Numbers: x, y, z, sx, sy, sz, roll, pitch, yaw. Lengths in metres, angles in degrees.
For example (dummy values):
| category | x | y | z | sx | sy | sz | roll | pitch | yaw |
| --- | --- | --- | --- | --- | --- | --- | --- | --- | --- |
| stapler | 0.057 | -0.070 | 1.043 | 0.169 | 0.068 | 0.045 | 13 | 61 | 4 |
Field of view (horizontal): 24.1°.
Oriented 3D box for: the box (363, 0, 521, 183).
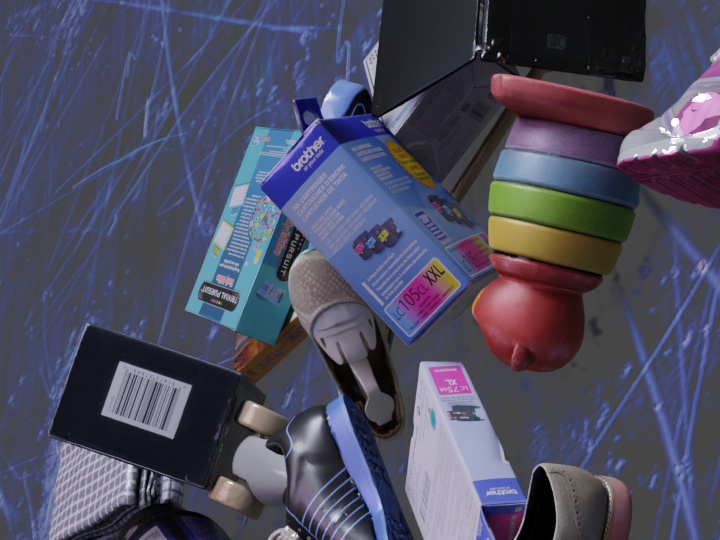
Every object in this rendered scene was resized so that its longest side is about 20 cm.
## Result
| category | x | y | z | sx | sy | sz | roll | pitch | yaw |
| --- | --- | --- | --- | --- | --- | --- | --- | --- | --- |
| box | 0.066 | -0.173 | 1.462 | 0.117 | 0.060 | 0.200 | -51 | 21 | 20 |

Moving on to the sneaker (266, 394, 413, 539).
| category | x | y | z | sx | sy | sz | roll | pitch | yaw |
| --- | --- | --- | --- | --- | --- | --- | --- | --- | --- |
| sneaker | -0.011 | 0.194 | 1.268 | 0.078 | 0.070 | 0.201 | -27 | 57 | 12 |

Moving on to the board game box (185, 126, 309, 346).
| category | x | y | z | sx | sy | sz | roll | pitch | yaw |
| --- | --- | --- | --- | --- | --- | --- | --- | --- | --- |
| board game box | -0.092 | -0.037 | 1.639 | 0.151 | 0.047 | 0.201 | 15 | 84 | 65 |

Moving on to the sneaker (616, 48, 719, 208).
| category | x | y | z | sx | sy | sz | roll | pitch | yaw |
| --- | --- | --- | --- | --- | --- | --- | --- | --- | --- |
| sneaker | 0.250 | -0.104 | 1.083 | 0.200 | 0.081 | 0.089 | -20 | 51 | 47 |

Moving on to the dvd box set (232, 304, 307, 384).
| category | x | y | z | sx | sy | sz | roll | pitch | yaw |
| --- | --- | --- | --- | --- | --- | --- | --- | --- | --- |
| dvd box set | -0.059 | 0.002 | 1.636 | 0.200 | 0.029 | 0.147 | -42 | 35 | 42 |

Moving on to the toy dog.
| category | x | y | z | sx | sy | sz | roll | pitch | yaw |
| --- | --- | --- | --- | --- | --- | --- | --- | --- | --- |
| toy dog | -0.041 | 0.184 | 1.417 | 0.132 | 0.096 | 0.200 | -55 | 41 | 8 |

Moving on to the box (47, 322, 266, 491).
| category | x | y | z | sx | sy | sz | roll | pitch | yaw |
| --- | --- | --- | --- | --- | --- | --- | --- | --- | --- |
| box | -0.180 | 0.131 | 1.537 | 0.200 | 0.148 | 0.108 | 70 | -142 | -80 |

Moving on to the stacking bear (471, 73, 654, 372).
| category | x | y | z | sx | sy | sz | roll | pitch | yaw |
| --- | --- | --- | --- | --- | --- | --- | --- | --- | --- |
| stacking bear | 0.135 | -0.027 | 1.202 | 0.121 | 0.113 | 0.201 | 4 | -81 | -74 |

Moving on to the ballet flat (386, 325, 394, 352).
| category | x | y | z | sx | sy | sz | roll | pitch | yaw |
| --- | --- | --- | --- | --- | --- | --- | --- | --- | --- |
| ballet flat | 0.000 | 0.000 | 1.484 | 0.071 | 0.070 | 0.201 | -26 | 48 | 54 |

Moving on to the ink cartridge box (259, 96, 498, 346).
| category | x | y | z | sx | sy | sz | roll | pitch | yaw |
| --- | --- | --- | --- | --- | --- | --- | --- | --- | --- |
| ink cartridge box | 0.011 | -0.047 | 1.297 | 0.076 | 0.200 | 0.136 | -47 | -8 | 18 |

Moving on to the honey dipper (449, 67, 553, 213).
| category | x | y | z | sx | sy | sz | roll | pitch | yaw |
| --- | --- | --- | --- | --- | --- | --- | --- | --- | --- |
| honey dipper | 0.106 | -0.099 | 1.401 | 0.200 | 0.038 | 0.038 | -56 | 28 | 14 |

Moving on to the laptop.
| category | x | y | z | sx | sy | sz | roll | pitch | yaw |
| --- | --- | --- | --- | --- | --- | --- | --- | --- | --- |
| laptop | 0.118 | -0.205 | 1.341 | 0.103 | 0.199 | 0.178 | 101 | 176 | -59 |

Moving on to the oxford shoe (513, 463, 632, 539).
| category | x | y | z | sx | sy | sz | roll | pitch | yaw |
| --- | --- | --- | --- | --- | --- | --- | --- | --- | --- |
| oxford shoe | 0.112 | 0.221 | 1.081 | 0.071 | 0.074 | 0.201 | -11 | 60 | 59 |

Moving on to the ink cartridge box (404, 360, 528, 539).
| category | x | y | z | sx | sy | sz | roll | pitch | yaw |
| --- | --- | --- | --- | --- | --- | --- | --- | --- | --- |
| ink cartridge box | 0.075 | 0.168 | 1.185 | 0.200 | 0.042 | 0.120 | -109 | 21 | -57 |

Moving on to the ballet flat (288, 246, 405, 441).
| category | x | y | z | sx | sy | sz | roll | pitch | yaw |
| --- | --- | --- | --- | --- | --- | --- | --- | --- | --- |
| ballet flat | -0.001 | 0.062 | 1.335 | 0.067 | 0.200 | 0.062 | -26 | 45 | 0 |

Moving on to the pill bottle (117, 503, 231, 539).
| category | x | y | z | sx | sy | sz | roll | pitch | yaw |
| --- | --- | --- | --- | --- | --- | --- | --- | --- | --- |
| pill bottle | -0.153 | 0.280 | 1.499 | 0.112 | 0.111 | 0.200 | -66 | 25 | 3 |

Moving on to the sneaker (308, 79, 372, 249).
| category | x | y | z | sx | sy | sz | roll | pitch | yaw |
| --- | --- | --- | --- | --- | --- | --- | --- | --- | --- |
| sneaker | 0.003 | -0.056 | 1.408 | 0.078 | 0.070 | 0.201 | 10 | 103 | 23 |

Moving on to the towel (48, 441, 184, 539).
| category | x | y | z | sx | sy | sz | roll | pitch | yaw |
| --- | --- | --- | --- | --- | --- | --- | --- | --- | --- |
| towel | -0.261 | 0.211 | 1.793 | 0.200 | 0.085 | 0.166 | -39 | 39 | 45 |
